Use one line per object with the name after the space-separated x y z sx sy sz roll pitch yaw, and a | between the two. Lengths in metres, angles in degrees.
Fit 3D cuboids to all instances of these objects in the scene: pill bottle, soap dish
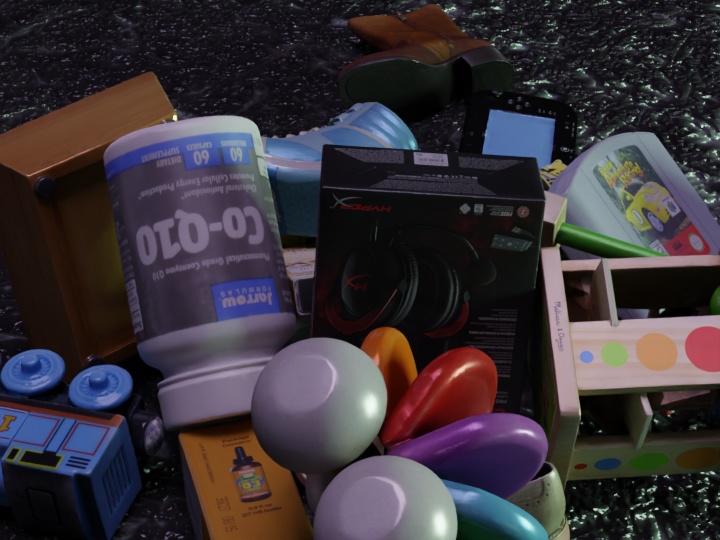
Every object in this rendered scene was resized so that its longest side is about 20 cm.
-0.107 0.004 1.216 0.113 0.202 0.114 -12 -7 -1 | pill bottle
-0.189 -0.026 1.316 0.157 0.202 0.081 -27 29 -29 | soap dish

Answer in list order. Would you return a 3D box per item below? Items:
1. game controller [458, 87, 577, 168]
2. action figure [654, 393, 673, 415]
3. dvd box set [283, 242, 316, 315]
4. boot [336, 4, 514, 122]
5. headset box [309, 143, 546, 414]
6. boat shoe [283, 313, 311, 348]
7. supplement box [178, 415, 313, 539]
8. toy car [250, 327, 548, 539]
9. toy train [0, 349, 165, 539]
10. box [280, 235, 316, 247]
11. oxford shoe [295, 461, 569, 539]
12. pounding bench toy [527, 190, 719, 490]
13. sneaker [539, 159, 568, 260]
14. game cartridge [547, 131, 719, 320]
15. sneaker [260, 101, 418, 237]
0.142 -0.109 1.582 0.103 0.042 0.201 2 33 8 | game controller
0.156 0.058 1.306 0.065 0.052 0.199 -31 40 -31 | action figure
0.000 0.000 1.334 0.145 0.030 0.200 -7 7 -13 | dvd box set
0.033 -0.223 1.752 0.187 0.069 0.200 -15 33 -18 | boot
0.040 0.024 1.184 0.147 0.202 0.075 4 27 -2 | headset box
-0.046 0.050 1.301 0.198 0.073 0.062 -5 34 2 | boat shoe
-0.067 0.175 1.119 0.066 0.069 0.200 -9 34 -11 | supplement box
0.037 0.121 1.046 0.149 0.175 0.201 -30 57 -1 | toy car
-0.237 0.116 1.214 0.198 0.087 0.115 9 39 18 | toy train
-0.055 -0.056 1.477 0.198 0.050 0.076 -10 69 -9 | box
0.047 0.131 1.170 0.198 0.074 0.071 11 35 22 | oxford shoe
0.196 0.033 1.197 0.154 0.125 0.202 -3 60 -1 | pounding bench toy
0.137 -0.049 1.376 0.199 0.075 0.077 22 48 -42 | sneaker
0.214 -0.039 1.364 0.133 0.041 0.200 51 34 5 | game cartridge
-0.044 -0.090 1.433 0.198 0.080 0.131 13 40 19 | sneaker
